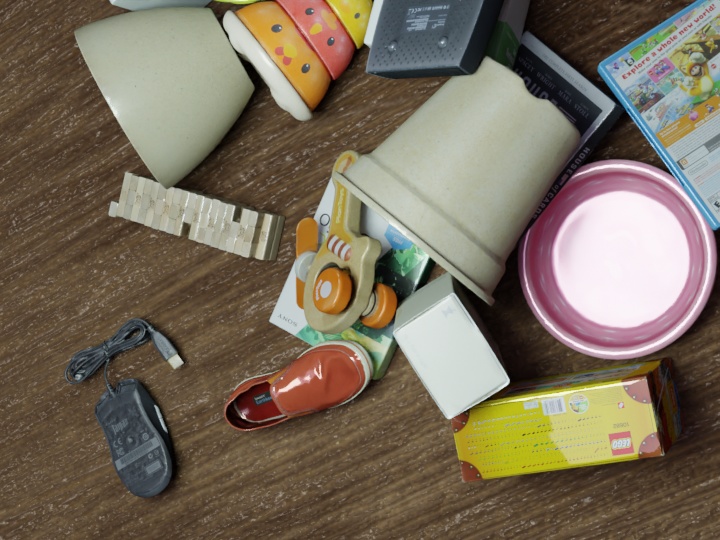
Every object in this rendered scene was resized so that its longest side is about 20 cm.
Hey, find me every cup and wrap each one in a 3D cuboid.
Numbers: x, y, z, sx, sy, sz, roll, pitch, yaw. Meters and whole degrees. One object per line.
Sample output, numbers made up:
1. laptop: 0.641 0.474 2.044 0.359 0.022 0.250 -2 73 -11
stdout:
1. cup: -0.203 -0.211 1.442 0.143 0.200 0.201 -29 80 -1

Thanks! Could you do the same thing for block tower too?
1. block tower: -0.190 -0.064 1.501 0.200 0.054 0.058 15 96 20

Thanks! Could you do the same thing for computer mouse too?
1. computer mouse: -0.251 0.157 1.538 0.140 0.046 0.200 -37 73 14

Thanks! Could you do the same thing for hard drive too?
1. hard drive: 0.085 -0.276 1.250 0.135 0.042 0.201 4 73 45

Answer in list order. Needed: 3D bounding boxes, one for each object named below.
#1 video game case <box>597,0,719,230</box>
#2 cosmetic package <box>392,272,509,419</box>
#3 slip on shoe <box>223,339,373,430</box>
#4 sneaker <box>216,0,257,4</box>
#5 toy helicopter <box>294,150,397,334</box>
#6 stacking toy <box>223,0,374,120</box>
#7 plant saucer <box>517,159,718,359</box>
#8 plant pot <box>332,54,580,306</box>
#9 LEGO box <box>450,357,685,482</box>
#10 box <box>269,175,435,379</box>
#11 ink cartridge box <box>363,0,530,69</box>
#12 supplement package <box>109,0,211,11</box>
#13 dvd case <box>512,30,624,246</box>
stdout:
1. video game case: 0.348 -0.159 1.277 0.143 0.018 0.200 -33 79 -3
2. cosmetic package: 0.089 0.069 1.299 0.073 0.200 0.104 -32 92 7
3. slip on shoe: -0.070 0.132 1.433 0.200 0.061 0.074 -22 100 30
4. sneaker: -0.084 -0.353 1.436 0.200 0.074 0.084 -19 110 13
5. toy helicopter: -0.024 -0.030 1.388 0.132 0.079 0.201 -11 67 51
6. stacking toy: -0.036 -0.274 1.413 0.200 0.146 0.146 -39 76 1
7. plant saucer: 0.262 -0.011 1.322 0.200 0.051 0.201 0 91 23
8. plant pot: 0.106 -0.099 1.260 0.200 0.200 0.184 40 92 17
9. LEGO box: 0.207 0.147 1.293 0.199 0.149 0.077 -12 89 22
10. box: 0.000 0.000 1.435 0.144 0.036 0.200 27 102 19
11. ink cartridge box: 0.103 -0.309 1.349 0.145 0.087 0.201 12 87 20
12. supplement package: -0.192 -0.387 1.442 0.200 0.156 0.111 -37 77 19
13. dvd case: 0.159 -0.129 1.349 0.200 0.025 0.150 -53 52 15
